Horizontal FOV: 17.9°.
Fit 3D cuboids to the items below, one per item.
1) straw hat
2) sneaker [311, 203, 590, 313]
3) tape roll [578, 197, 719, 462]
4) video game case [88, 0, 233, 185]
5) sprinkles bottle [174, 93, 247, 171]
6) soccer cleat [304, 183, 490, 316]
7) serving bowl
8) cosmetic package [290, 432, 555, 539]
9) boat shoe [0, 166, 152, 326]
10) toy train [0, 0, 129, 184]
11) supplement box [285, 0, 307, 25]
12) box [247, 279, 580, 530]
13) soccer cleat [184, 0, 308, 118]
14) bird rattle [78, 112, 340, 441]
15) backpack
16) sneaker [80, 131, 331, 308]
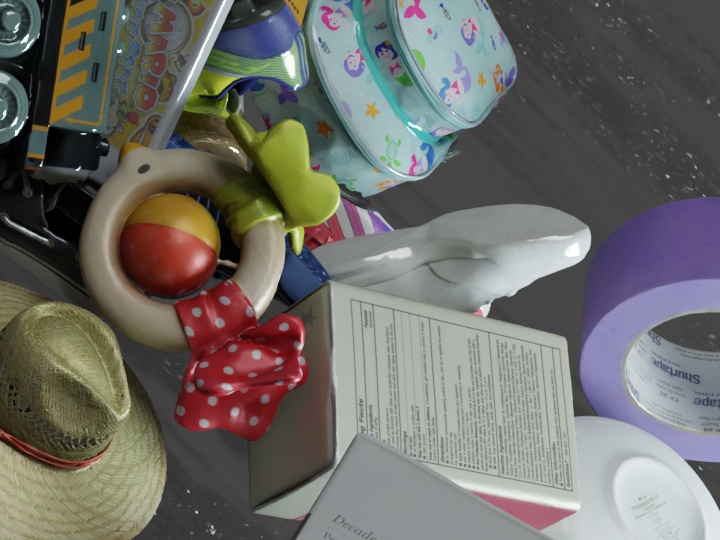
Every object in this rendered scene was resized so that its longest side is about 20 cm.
[{"bbox_3d":[-0.185,0.069,1.389,0.200,0.085,0.202,22,46,-25],"label":"straw hat"},{"bbox_3d":[0.063,0.012,1.570,0.075,0.198,0.089,-83,162,-70],"label":"sneaker"},{"bbox_3d":[0.262,0.046,1.688,0.199,0.200,0.085,28,43,-18],"label":"tape roll"},{"bbox_3d":[-0.180,-0.174,1.480,0.181,0.201,0.023,28,10,12],"label":"video game case"},{"bbox_3d":[-0.118,-0.148,1.633,0.068,0.068,0.201,18,48,-28],"label":"sprinkles bottle"},{"bbox_3d":[0.000,0.000,1.617,0.199,0.068,0.074,32,57,-13],"label":"soccer cleat"},{"bbox_3d":[0.193,0.185,1.622,0.199,0.066,0.201,22,47,-25],"label":"serving bowl"},{"bbox_3d":[0.008,0.241,1.310,0.164,0.165,0.200,29,47,5],"label":"cosmetic package"},{"bbox_3d":[-0.212,-0.043,1.471,0.200,0.068,0.072,38,42,-9],"label":"boat shoe"},{"bbox_3d":[-0.197,-0.151,1.415,0.113,0.085,0.202,7,92,-27],"label":"toy train"},{"bbox_3d":[-0.073,-0.226,1.633,0.067,0.068,0.201,51,27,-28],"label":"supplement box"},{"bbox_3d":[0.034,0.101,1.513,0.199,0.109,0.129,14,60,-31],"label":"box"},{"bbox_3d":[-0.123,-0.132,1.540,0.065,0.199,0.084,-48,119,-50],"label":"soccer cleat"},{"bbox_3d":[-0.097,-0.001,1.435,0.162,0.113,0.201,15,82,5],"label":"bird rattle"},{"bbox_3d":[0.012,-0.151,1.678,0.200,0.150,0.178,-48,115,-44],"label":"backpack"},{"bbox_3d":[-0.109,-0.026,1.525,0.200,0.078,0.070,41,8,9],"label":"sneaker"}]
